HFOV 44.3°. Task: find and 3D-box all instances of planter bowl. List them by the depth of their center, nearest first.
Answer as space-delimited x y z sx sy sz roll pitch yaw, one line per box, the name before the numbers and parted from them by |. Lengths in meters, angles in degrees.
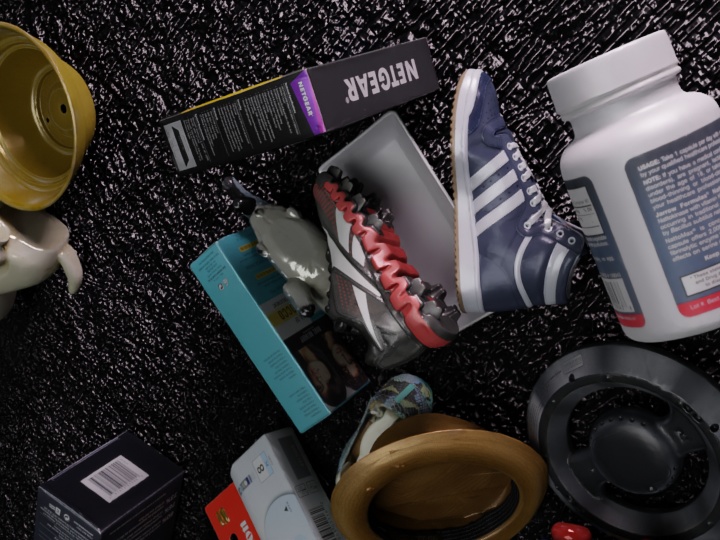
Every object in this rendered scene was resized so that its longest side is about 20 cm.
planter bowl | -0.355 -0.174 0.980 0.199 0.083 0.203 11 113 28

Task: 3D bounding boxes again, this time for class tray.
tray | 0.050 -0.037 0.813 0.107 0.022 0.201 -33 88 36

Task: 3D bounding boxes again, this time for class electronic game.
electronic game | 0.234 0.151 0.752 0.198 0.042 0.202 18 123 29

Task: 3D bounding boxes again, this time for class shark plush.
shark plush | -0.073 -0.015 0.867 0.199 0.083 0.091 31 79 15

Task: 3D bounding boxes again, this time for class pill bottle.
pill bottle | 0.214 -0.062 0.643 0.119 0.119 0.202 -19 96 35

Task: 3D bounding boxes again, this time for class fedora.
fedora | 0.070 0.190 0.817 0.198 0.082 0.202 -3 128 -4

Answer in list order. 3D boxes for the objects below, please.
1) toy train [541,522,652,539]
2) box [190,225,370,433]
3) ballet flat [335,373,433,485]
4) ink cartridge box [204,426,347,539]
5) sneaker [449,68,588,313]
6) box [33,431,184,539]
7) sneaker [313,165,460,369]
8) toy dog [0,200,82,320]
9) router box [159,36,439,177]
toy train | 0.252 0.270 0.746 0.198 0.116 0.086 6 80 23
box | -0.080 0.054 0.889 0.049 0.082 0.201 -37 86 34
ballet flat | 0.009 0.190 0.890 0.074 0.074 0.201 30 120 19
ink cartridge box | -0.108 0.295 0.989 0.200 0.047 0.161 -45 65 33
sneaker | 0.132 -0.065 0.726 0.107 0.070 0.202 0 98 20
box | -0.313 0.329 1.090 0.104 0.148 0.202 27 119 21
sneaker | 0.000 0.000 0.770 0.098 0.071 0.201 -41 64 19
toy dog | -0.447 -0.014 1.080 0.193 0.140 0.200 31 127 -24
router box | -0.043 -0.137 0.727 0.148 0.200 0.052 -10 104 33
